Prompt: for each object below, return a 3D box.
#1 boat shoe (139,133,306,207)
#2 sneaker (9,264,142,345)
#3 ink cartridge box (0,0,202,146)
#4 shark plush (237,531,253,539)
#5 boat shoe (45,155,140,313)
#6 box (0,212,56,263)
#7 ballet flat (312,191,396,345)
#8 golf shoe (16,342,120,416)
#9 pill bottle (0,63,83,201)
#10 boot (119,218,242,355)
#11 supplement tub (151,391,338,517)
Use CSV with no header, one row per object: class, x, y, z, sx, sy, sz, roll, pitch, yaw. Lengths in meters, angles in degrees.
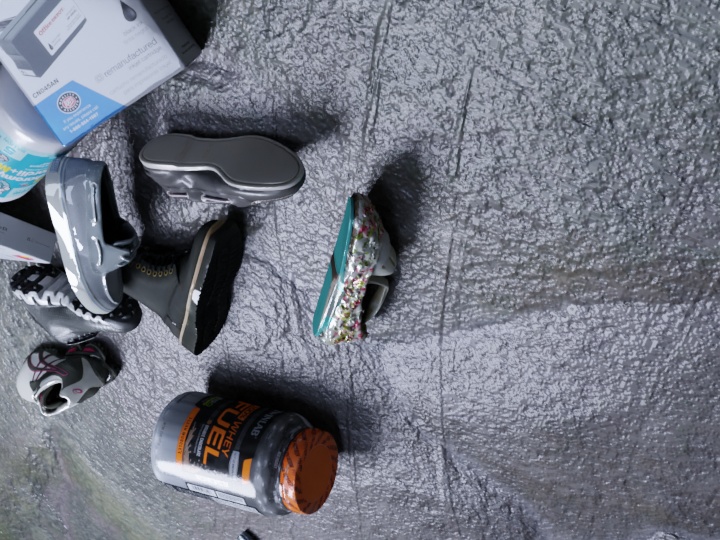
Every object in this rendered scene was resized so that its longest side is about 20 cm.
boat shoe,-0.130,-0.094,1.078,0.200,0.067,0.057,12,146,32
sneaker,-0.335,0.053,1.327,0.200,0.066,0.091,12,133,30
ink cartridge box,-0.265,-0.238,0.994,0.144,0.084,0.200,-31,106,13
shark plush,-0.087,0.429,1.485,0.200,0.091,0.083,51,118,18
boat shoe,-0.274,-0.032,1.157,0.071,0.070,0.201,0,131,8
box,-0.490,-0.052,1.296,0.200,0.041,0.156,5,168,32
ballet flat,0.000,0.000,1.071,0.064,0.076,0.200,7,139,-10
golf shoe,-0.407,0.148,1.431,0.200,0.088,0.077,-19,114,43
pill bottle,-0.374,-0.143,1.162,0.111,0.111,0.200,50,136,-11
boot,-0.211,-0.006,1.193,0.138,0.077,0.200,35,135,12
supplement tub,-0.135,0.216,1.279,0.200,0.123,0.123,8,127,28
